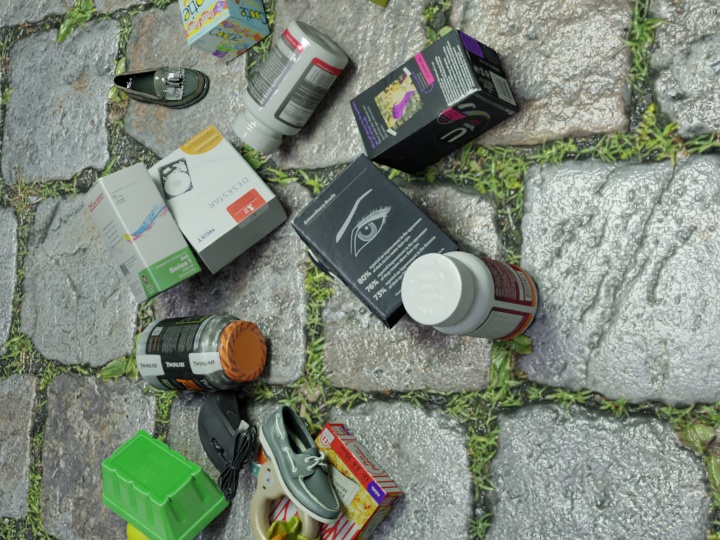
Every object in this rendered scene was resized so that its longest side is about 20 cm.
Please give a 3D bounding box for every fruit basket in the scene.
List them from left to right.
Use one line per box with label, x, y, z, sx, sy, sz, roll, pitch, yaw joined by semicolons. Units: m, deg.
fruit basket;-0.328;0.395;1.796;0.215;0.155;0.216;32;145;26

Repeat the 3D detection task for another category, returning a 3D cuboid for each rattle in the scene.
rattle;-0.155;0.341;1.600;0.130;0.142;0.201;-37;68;48

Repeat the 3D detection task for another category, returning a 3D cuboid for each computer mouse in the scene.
computer mouse;-0.222;0.255;1.714;0.139;0.052;0.200;-69;25;20

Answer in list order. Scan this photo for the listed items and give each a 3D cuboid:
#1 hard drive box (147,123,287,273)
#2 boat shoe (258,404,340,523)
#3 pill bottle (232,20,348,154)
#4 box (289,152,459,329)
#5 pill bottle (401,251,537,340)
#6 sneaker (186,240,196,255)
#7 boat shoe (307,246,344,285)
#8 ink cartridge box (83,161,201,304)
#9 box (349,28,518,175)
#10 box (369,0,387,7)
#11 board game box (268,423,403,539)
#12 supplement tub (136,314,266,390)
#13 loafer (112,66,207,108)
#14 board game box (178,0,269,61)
hard drive box;-0.241;-0.120;1.775;0.156;0.077;0.200;-38;60;-8
boat shoe;-0.084;0.282;1.592;0.062;0.073;0.200;-55;51;22
pill bottle;-0.118;-0.288;1.725;0.200;0.110;0.111;-52;58;19
box;0.022;-0.041;1.532;0.148;0.104;0.200;-43;78;-3
pill bottle;0.145;0.033;1.433;0.109;0.200;0.110;-6;80;35
sneaker;-0.308;-0.032;1.865;0.199;0.078;0.086;-15;99;31
boat shoe;0.000;0.000;1.634;0.200;0.093;0.075;42;75;8
ink cartridge box;-0.357;-0.059;1.754;0.201;0.084;0.145;62;154;-3
box;0.104;-0.236;1.548;0.199;0.122;0.107;-30;67;30
box;-0.028;-0.491;1.724;0.200;0.050;0.076;33;103;35
board game box;-0.047;0.355;1.627;0.151;0.046;0.200;45;110;32
supplement tub;-0.258;0.135;1.765;0.199;0.122;0.123;-6;81;36
loafer;-0.363;-0.331;1.939;0.199;0.063;0.072;5;87;37
board game box;-0.244;-0.480;1.846;0.103;0.105;0.201;-26;68;31
